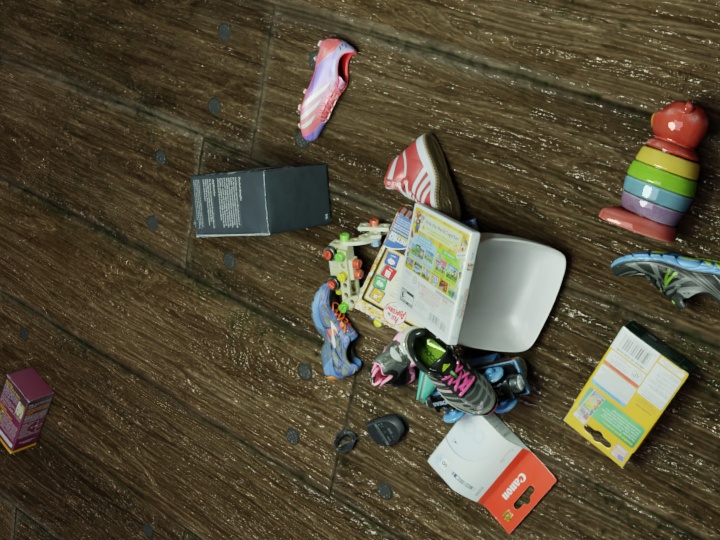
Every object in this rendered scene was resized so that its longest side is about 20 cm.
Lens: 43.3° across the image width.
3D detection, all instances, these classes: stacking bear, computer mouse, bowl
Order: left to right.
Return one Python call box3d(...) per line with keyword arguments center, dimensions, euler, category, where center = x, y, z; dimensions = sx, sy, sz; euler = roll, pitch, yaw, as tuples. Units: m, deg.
box3d(center=(0.018, 0.328, 1.822), dimensions=(0.198, 0.034, 0.059), euler=(-24, 102, 41), category="computer mouse")
box3d(center=(0.230, 0.028, 1.527), dimensions=(0.075, 0.196, 0.203), euler=(54, 130, 56), category="bowl")
box3d(center=(0.458, -0.156, 1.367), dimensions=(0.113, 0.121, 0.204), euler=(26, 106, 30), category="stacking bear")

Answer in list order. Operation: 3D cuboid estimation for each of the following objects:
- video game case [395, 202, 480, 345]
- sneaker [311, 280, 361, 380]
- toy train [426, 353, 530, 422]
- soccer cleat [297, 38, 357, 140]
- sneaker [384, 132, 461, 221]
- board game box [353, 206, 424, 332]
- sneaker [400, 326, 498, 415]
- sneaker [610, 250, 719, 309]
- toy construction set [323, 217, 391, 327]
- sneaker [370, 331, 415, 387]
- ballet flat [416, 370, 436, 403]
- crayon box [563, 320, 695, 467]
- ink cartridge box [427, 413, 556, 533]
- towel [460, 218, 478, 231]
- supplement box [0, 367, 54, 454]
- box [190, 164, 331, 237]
box3d(center=(0.124, 0.001, 1.496), dimensions=(0.200, 0.022, 0.186), euler=(-143, 60, -62), category="video game case")
box3d(center=(-0.041, 0.117, 1.801), dimensions=(0.077, 0.075, 0.204), euler=(-6, 104, 26), category="sneaker")
box3d(center=(0.209, 0.200, 1.604), dimensions=(0.198, 0.114, 0.088), euler=(-18, 108, 35), category="toy train")
box3d(center=(-0.064, -0.339, 1.724), dimensions=(0.076, 0.066, 0.203), euler=(25, 110, 24), category="soccer cleat")
box3d(center=(0.108, -0.133, 1.619), dimensions=(0.112, 0.071, 0.204), euler=(-30, 60, 36), category="sneaker")
box3d(center=(0.094, 0.011, 1.630), dimensions=(0.150, 0.046, 0.202), euler=(28, 112, 3), category="board game box")
box3d(center=(0.144, 0.165, 1.492), dimensions=(0.200, 0.087, 0.074), euler=(43, 86, 9), category="sneaker")
box3d(center=(0.482, 0.016, 1.401), dimensions=(0.197, 0.070, 0.085), euler=(13, 101, 30), category="sneaker")
box3d(center=(0.000, 0.000, 1.726), dimensions=(0.129, 0.092, 0.204), euler=(11, 106, 33), category="toy construction set")
box3d(center=(0.053, 0.182, 1.678), dimensions=(0.079, 0.095, 0.201), euler=(48, 164, 17), category="sneaker")
box3d(center=(0.139, 0.131, 1.576), dimensions=(0.069, 0.067, 0.205), euler=(5, 87, 1), category="ballet flat")
box3d(center=(0.437, 0.202, 1.482), dimensions=(0.125, 0.051, 0.202), euler=(38, 118, 23), category="crayon box")
box3d(center=(0.236, 0.365, 1.659), dimensions=(0.200, 0.047, 0.161), euler=(46, 121, 22), category="ink cartridge box")
box3d(center=(0.164, 0.014, 1.656), dimensions=(0.145, 0.024, 0.204), euler=(-6, 96, 35), category="towel")
box3d(center=(-0.918, 0.379, 2.455), dimensions=(0.110, 0.085, 0.202), euler=(41, 120, 22), category="supplement box")
box3d(center=(-0.193, -0.137, 1.769), dimensions=(0.194, 0.199, 0.127), euler=(2, 100, 34), category="box")
